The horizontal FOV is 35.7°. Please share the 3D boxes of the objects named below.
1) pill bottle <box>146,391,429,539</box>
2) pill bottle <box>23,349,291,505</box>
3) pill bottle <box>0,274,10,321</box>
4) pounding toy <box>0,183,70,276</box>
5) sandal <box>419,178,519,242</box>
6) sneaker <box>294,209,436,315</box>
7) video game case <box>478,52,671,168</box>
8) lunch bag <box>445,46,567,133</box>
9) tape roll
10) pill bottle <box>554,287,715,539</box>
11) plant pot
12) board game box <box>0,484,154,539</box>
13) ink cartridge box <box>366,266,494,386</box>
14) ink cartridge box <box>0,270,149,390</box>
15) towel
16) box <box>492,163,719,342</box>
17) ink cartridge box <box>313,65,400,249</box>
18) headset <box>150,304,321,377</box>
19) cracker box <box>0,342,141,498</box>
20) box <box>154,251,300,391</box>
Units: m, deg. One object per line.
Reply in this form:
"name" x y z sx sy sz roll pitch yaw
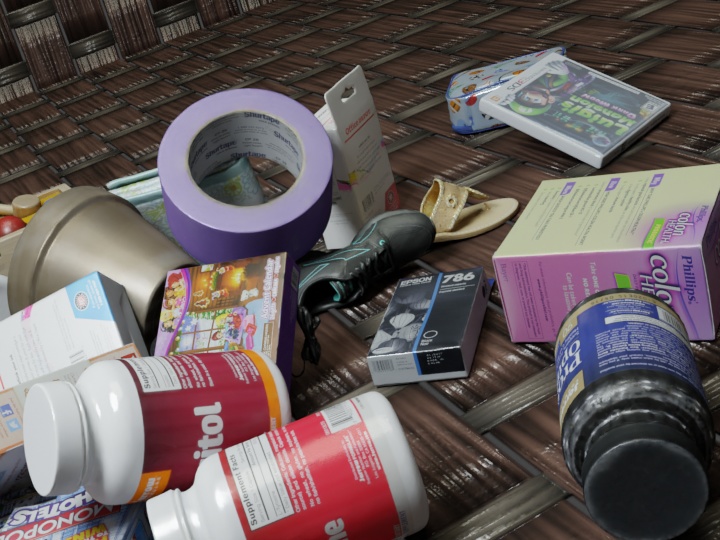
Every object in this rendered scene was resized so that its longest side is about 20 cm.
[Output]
"pill bottle" -0.056 0.178 0.851 0.197 0.114 0.112 -21 24 -8
"pill bottle" -0.163 0.127 0.905 0.197 0.115 0.112 -2 13 -34
"pill bottle" -0.514 0.052 1.433 0.198 0.117 0.115 10 35 45
"pounding toy" -0.488 -0.055 1.616 0.182 0.144 0.199 -26 25 -21
"sandal" 0.092 -0.074 1.357 0.208 0.071 0.078 -20 24 -6
"sneaker" 0.000 0.000 1.276 0.197 0.076 0.080 -25 33 3
"video game case" 0.291 -0.222 1.515 0.199 0.024 0.181 31 48 29
"lunch bag" 0.232 -0.277 1.706 0.196 0.077 0.161 -10 22 17
"tape roll" -0.129 -0.103 1.276 0.196 0.085 0.203 1 58 -2
"pill bottle" 0.203 0.105 0.837 0.110 0.114 0.201 -11 24 13
"plant pot" -0.270 0.023 1.279 0.171 0.203 0.200 19 39 27
"board game box" -0.242 0.232 0.924 0.197 0.063 0.200 -17 23 -1
"ink cartridge box" 0.076 0.046 1.147 0.098 0.040 0.201 -9 24 19
"ink cartridge box" -0.325 0.102 1.157 0.198 0.117 0.068 -27 -18 6
"towel" -0.213 -0.066 1.423 0.196 0.172 0.049 -13 51 7
"box" 0.254 -0.017 1.089 0.197 0.098 0.176 -4 26 29
"ink cartridge box" -0.020 -0.144 1.421 0.066 0.203 0.117 -3 26 28
"headset" -0.129 0.070 1.160 0.197 0.095 0.124 5 31 27
"cracker box" -0.294 0.149 1.011 0.198 0.058 0.134 -21 -19 -43
"box" -0.133 0.086 1.074 0.134 0.039 0.203 -9 57 19
